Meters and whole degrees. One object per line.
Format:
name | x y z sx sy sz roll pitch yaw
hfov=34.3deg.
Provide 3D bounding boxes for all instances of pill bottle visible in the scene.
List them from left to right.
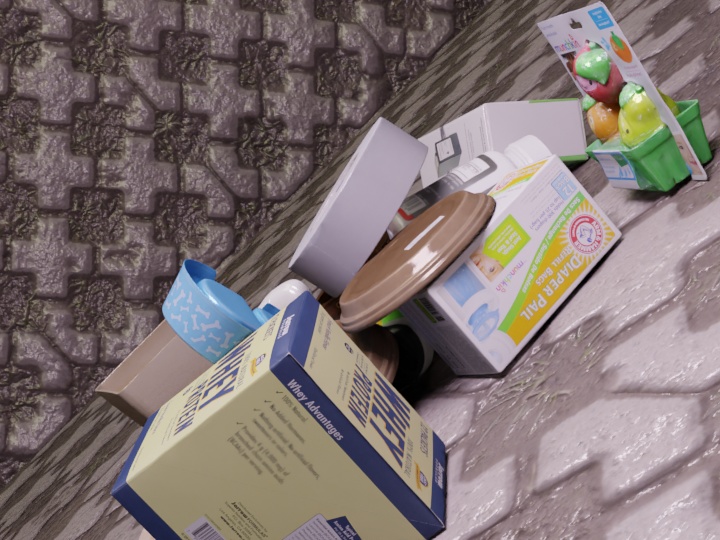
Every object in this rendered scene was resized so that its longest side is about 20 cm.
pill bottle | 0.137 -0.068 1.369 0.199 0.114 0.114 -30 10 -7

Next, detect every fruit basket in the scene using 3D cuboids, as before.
fruit basket | 0.257 -0.172 1.182 0.094 0.200 0.185 -41 12 -4

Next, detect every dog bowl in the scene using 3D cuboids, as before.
dog bowl | -0.106 0.063 1.104 0.050 0.200 0.112 -48 43 7

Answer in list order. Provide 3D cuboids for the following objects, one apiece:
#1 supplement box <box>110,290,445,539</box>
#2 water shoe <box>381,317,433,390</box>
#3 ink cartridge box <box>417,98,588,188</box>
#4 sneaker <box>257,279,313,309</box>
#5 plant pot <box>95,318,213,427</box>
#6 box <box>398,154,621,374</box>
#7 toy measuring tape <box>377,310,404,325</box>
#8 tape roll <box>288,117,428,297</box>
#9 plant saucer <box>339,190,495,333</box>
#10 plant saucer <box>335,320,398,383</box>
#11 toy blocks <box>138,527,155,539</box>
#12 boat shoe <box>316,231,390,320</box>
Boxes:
supplement box | -0.062 0.169 0.996 0.199 0.200 0.134 -38 14 16
water shoe | -0.003 0.119 1.274 0.200 0.072 0.079 -35 -4 38
ink cartridge box | 0.182 -0.160 1.536 0.144 0.085 0.200 -7 -4 -23
sneaker | -0.122 0.101 1.419 0.201 0.073 0.085 -57 -7 28
plant pot | -0.230 0.163 1.659 0.200 0.177 0.200 -46 12 -19
box | 0.145 -0.005 1.162 0.200 0.113 0.101 -46 10 -18
toy measuring tape | 0.107 0.038 1.296 0.199 0.074 0.074 -21 19 24
tape roll | -0.003 -0.071 1.316 0.201 0.066 0.200 -57 5 8
plant saucer | 0.050 -0.015 1.166 0.200 0.030 0.200 -40 9 7
plant saucer | -0.051 0.120 1.200 0.199 0.030 0.201 -28 28 16
toy blocks | -0.200 0.298 1.169 0.137 0.099 0.201 -71 2 -50
boat shoe | 0.000 0.000 1.429 0.072 0.068 0.201 -17 36 45
